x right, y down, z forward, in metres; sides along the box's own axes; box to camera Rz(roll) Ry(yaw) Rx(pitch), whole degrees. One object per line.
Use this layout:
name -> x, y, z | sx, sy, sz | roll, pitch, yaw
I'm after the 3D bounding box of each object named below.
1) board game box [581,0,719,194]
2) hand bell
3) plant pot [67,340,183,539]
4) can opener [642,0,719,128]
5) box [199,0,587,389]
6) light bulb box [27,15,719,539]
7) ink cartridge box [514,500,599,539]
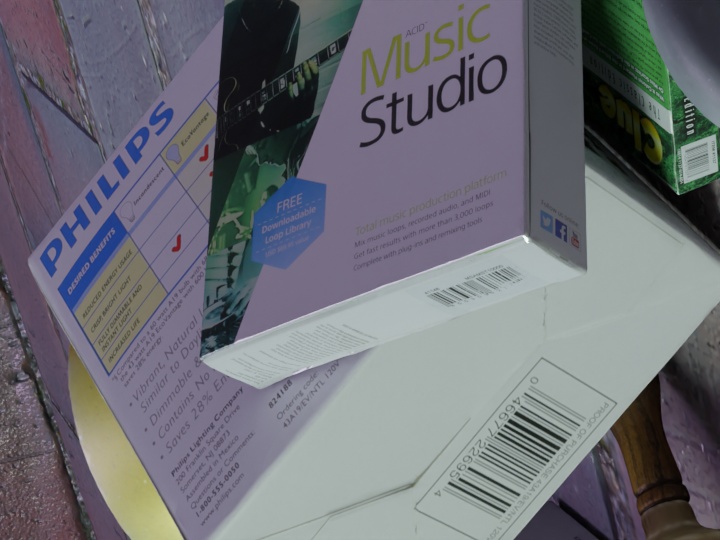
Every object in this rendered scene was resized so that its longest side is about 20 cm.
board game box -> 0.073, -0.117, 0.793 | 0.200, 0.023, 0.105 | -131, 27, -52
hand bell -> 0.117, 0.086, 0.838 | 0.104, 0.104, 0.200 | 96, 160, -60
plant pot -> -0.037, 0.061, 1.122 | 0.142, 0.200, 0.200 | -25, 86, 30
can opener -> 0.089, -0.122, 0.637 | 0.200, 0.066, 0.053 | 54, 172, 27
box -> 0.010, -0.071, 0.729 | 0.036, 0.144, 0.200 | 31, -130, -40
light bulb box -> 0.000, 0.000, 0.819 | 0.125, 0.198, 0.200 | 31, -167, -40
ink cartridge box -> 0.051, 0.232, 1.001 | 0.145, 0.200, 0.145 | 39, 147, 61
